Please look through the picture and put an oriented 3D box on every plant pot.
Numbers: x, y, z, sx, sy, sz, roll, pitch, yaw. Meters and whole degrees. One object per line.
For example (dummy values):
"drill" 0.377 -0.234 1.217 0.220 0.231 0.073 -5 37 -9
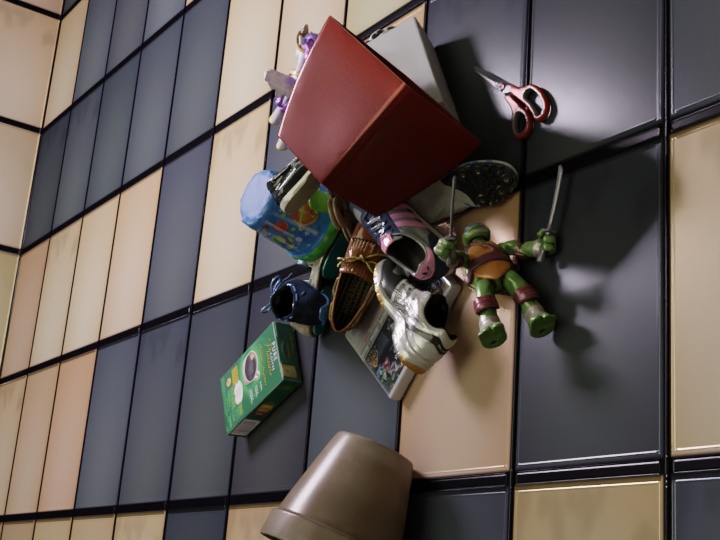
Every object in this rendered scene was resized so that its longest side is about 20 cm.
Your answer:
"plant pot" -0.014 0.325 1.578 0.200 0.200 0.174 -4 58 56
"plant pot" 0.009 -0.194 1.569 0.176 0.200 0.200 -50 52 11

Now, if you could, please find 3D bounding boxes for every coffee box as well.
"coffee box" -0.176 0.193 1.995 0.200 0.044 0.123 -47 42 37

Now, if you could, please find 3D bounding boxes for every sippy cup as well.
"sippy cup" -0.119 -0.098 1.841 0.178 0.130 0.140 -45 40 29

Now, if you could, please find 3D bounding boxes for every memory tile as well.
"memory tile" -0.022 -0.131 1.812 0.017 0.153 0.200 -17 59 16

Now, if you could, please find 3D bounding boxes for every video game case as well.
"video game case" 0.060 0.064 1.707 0.200 0.023 0.182 -63 33 17

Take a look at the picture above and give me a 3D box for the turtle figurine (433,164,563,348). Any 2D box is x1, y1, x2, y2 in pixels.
"turtle figurine" 0.176 -0.015 1.449 0.200 0.144 0.194 -50 43 39

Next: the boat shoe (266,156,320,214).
"boat shoe" -0.065 -0.178 1.717 0.066 0.074 0.199 43 97 19

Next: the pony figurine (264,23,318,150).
"pony figurine" -0.107 -0.316 2.032 0.193 0.166 0.200 -108 29 -52

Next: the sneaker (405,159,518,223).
"sneaker" 0.143 -0.119 1.621 0.200 0.072 0.072 -16 19 43

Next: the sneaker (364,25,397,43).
"sneaker" 0.014 -0.315 1.892 0.200 0.081 0.083 -57 6 8

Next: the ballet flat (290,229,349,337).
"ballet flat" -0.071 0.011 1.879 0.062 0.067 0.200 20 94 29

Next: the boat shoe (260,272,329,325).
"boat shoe" -0.113 0.043 1.819 0.200 0.069 0.084 177 101 -66

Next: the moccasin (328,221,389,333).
"moccasin" -0.002 -0.001 1.720 0.202 0.074 0.078 -64 -1 15

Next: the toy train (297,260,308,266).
"toy train" -0.072 -0.107 1.952 0.150 0.056 0.200 5 81 57

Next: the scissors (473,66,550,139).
"scissors" 0.214 -0.260 1.618 0.073 0.014 0.200 -57 35 30

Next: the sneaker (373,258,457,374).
"sneaker" 0.083 0.050 1.607 0.088 0.076 0.200 -39 47 21

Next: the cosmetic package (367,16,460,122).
"cosmetic package" 0.072 -0.279 1.746 0.113 0.081 0.200 -25 49 17

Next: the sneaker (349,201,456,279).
"sneaker" 0.046 -0.057 1.618 0.200 0.082 0.070 37 120 28
